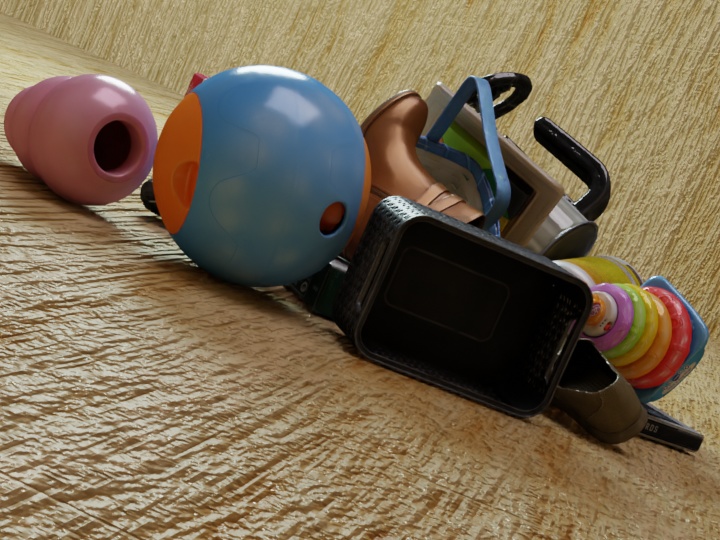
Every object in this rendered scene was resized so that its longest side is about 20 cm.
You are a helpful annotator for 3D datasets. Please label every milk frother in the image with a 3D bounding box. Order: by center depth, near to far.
[{"bbox_3d":[0.180,-0.105,1.856,0.188,0.181,0.200,46,6,25],"label":"milk frother"}]

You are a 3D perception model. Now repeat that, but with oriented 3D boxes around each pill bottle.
[{"bbox_3d":[0.239,0.041,1.807,0.109,0.110,0.200,27,16,27],"label":"pill bottle"}]

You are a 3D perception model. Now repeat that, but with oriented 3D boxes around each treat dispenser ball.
[{"bbox_3d":[-0.089,-0.086,1.474,0.200,0.202,0.201,23,6,-3],"label":"treat dispenser ball"}]

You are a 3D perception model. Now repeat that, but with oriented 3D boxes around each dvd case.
[{"bbox_3d":[0.246,0.133,1.711,0.199,0.025,0.150,21,7,-30],"label":"dvd case"}]

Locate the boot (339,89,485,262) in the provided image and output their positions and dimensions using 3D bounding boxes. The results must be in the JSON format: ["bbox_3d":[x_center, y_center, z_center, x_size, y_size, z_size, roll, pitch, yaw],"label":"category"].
[{"bbox_3d":[0.055,-0.082,1.581,0.155,0.200,0.077,19,-31,31],"label":"boot"}]

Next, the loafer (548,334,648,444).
[{"bbox_3d":[0.199,0.093,1.565,0.200,0.076,0.068,31,-33,45],"label":"loafer"}]

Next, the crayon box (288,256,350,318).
[{"bbox_3d":[0.030,0.034,1.608,0.199,0.052,0.126,21,7,-22],"label":"crayon box"}]

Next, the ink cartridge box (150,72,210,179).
[{"bbox_3d":[-0.158,-0.134,1.862,0.083,0.146,0.200,21,7,-24],"label":"ink cartridge box"}]

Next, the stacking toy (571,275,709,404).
[{"bbox_3d":[0.253,0.050,1.628,0.200,0.116,0.110,27,23,-48],"label":"stacking toy"}]

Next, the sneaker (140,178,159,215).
[{"bbox_3d":[-0.152,-0.091,1.710,0.074,0.080,0.199,3,5,42],"label":"sneaker"}]

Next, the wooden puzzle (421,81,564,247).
[{"bbox_3d":[0.113,-0.087,1.802,0.185,0.200,0.037,41,48,9],"label":"wooden puzzle"}]

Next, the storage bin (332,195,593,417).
[{"bbox_3d":[0.091,0.032,1.457,0.199,0.136,0.094,22,7,-19],"label":"storage bin"}]

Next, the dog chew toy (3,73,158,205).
[{"bbox_3d":[-0.282,-0.134,1.572,0.124,0.125,0.199,18,1,-40],"label":"dog chew toy"}]

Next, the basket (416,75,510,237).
[{"bbox_3d":[0.086,-0.083,1.689,0.138,0.200,0.177,13,50,-22],"label":"basket"}]
